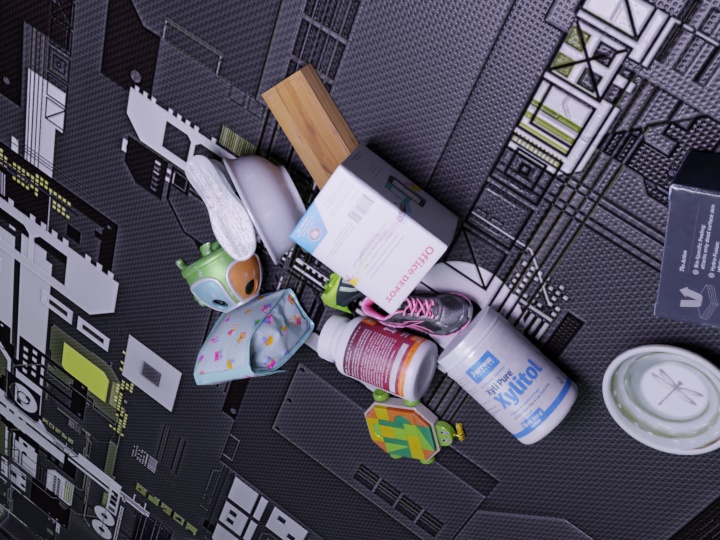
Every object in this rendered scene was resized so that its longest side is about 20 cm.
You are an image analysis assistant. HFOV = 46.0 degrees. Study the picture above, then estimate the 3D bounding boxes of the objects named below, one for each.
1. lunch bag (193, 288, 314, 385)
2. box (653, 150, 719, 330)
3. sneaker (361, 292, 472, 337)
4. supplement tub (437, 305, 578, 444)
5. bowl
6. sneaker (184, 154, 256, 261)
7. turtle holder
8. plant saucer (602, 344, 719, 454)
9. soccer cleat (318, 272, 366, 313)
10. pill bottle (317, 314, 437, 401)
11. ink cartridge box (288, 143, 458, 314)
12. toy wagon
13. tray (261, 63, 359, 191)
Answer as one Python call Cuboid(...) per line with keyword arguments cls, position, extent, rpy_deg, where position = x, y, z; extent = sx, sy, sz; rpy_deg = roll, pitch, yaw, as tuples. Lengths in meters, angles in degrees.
Cuboid(cls="lunch bag", position=(-0.210, 0.141, 1.615), extent=(0.170, 0.200, 0.122), rpy_deg=(-13, 121, 39))
Cuboid(cls="box", position=(0.491, -0.029, 1.069), extent=(0.199, 0.117, 0.197), rpy_deg=(13, 127, 26))
Cuboid(cls="sneaker", position=(0.089, 0.067, 1.422), extent=(0.200, 0.095, 0.079), rpy_deg=(0, 80, 34))
Cuboid(cls="supplement tub", position=(0.239, 0.170, 1.375), extent=(0.200, 0.132, 0.132), rpy_deg=(42, 135, 1))
Cuboid(cls="bowl", position=(-0.151, -0.119, 1.447), extent=(0.201, 0.090, 0.201), rpy_deg=(63, 177, 7))
Cuboid(cls="sneaker", position=(-0.236, -0.116, 1.524), extent=(0.074, 0.116, 0.200), rpy_deg=(-25, 94, 7))
Cuboid(cls="turtle holder", position=(-0.269, 0.014, 1.602), extent=(0.185, 0.141, 0.132), rpy_deg=(-28, 94, 20))
Cuboid(cls="plant saucer", position=(0.470, 0.186, 1.280), extent=(0.200, 0.050, 0.201), rpy_deg=(18, 128, 25))
Cuboid(cls="soccer cleat", position=(0.000, 0.000, 1.479), extent=(0.081, 0.068, 0.200), rpy_deg=(26, 133, -12))
Cuboid(cls="pill bottle", position=(0.028, 0.149, 1.520), extent=(0.200, 0.113, 0.113), rpy_deg=(19, 129, 23))
Cuboid(cls="ink cartridge box", position=(0.025, -0.066, 1.309), extent=(0.200, 0.146, 0.147), rpy_deg=(37, 115, -2))
Cuboid(cls="toy wagon", position=(0.103, 0.303, 1.626), extent=(0.200, 0.040, 0.156), rpy_deg=(3, 122, 34))
Cuboid(cls="tray", position=(-0.070, -0.224, 1.384), extent=(0.099, 0.037, 0.200), rpy_deg=(-21, 108, 42))
